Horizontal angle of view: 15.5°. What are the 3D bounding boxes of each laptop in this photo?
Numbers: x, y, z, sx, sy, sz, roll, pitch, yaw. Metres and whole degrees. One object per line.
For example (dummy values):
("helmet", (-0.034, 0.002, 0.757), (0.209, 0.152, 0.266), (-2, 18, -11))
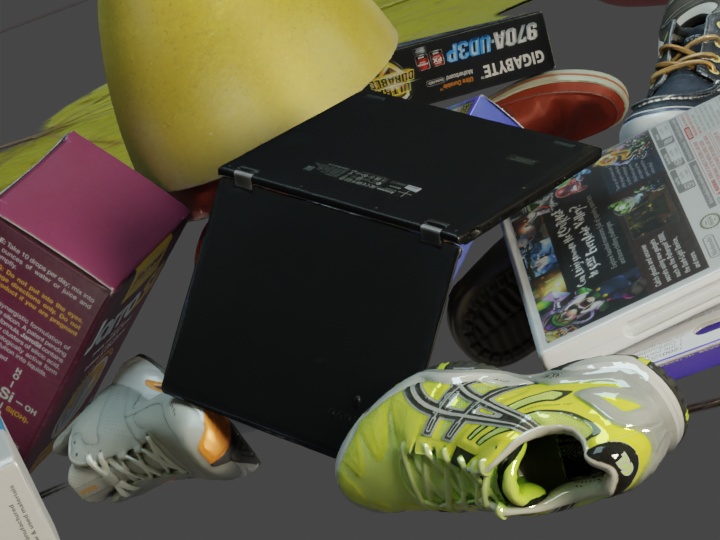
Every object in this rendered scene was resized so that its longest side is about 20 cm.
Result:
("laptop", (0.010, 0.000, 1.513), (0.187, 0.116, 0.200), (18, 37, 40))

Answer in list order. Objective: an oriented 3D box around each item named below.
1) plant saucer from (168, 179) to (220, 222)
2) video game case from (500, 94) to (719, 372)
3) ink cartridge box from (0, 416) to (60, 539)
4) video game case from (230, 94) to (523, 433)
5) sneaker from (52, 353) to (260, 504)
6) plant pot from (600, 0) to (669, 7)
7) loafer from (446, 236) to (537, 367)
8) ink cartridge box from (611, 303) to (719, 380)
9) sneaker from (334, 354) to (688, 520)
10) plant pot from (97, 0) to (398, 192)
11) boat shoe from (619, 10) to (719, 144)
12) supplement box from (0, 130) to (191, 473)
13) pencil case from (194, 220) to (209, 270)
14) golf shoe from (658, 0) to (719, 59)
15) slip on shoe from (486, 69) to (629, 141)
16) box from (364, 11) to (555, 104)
("plant saucer", (-0.065, -0.068, 1.847), (0.199, 0.037, 0.199), (-16, 5, -25))
("video game case", (0.170, -0.028, 1.469), (0.181, 0.023, 0.200), (-25, 25, 7))
("ink cartridge box", (-0.286, 0.171, 1.584), (0.199, 0.086, 0.146), (-27, 15, -7))
("video game case", (0.000, 0.000, 1.612), (0.181, 0.045, 0.201), (-17, 40, 59))
("sneaker", (-0.128, 0.111, 1.601), (0.092, 0.076, 0.200), (-40, 14, -14))
("plant pot", (0.277, -0.303, 2.153), (0.200, 0.201, 0.177), (-32, 28, -28))
("loafer", (0.128, -0.016, 1.598), (0.199, 0.076, 0.068), (-30, 22, -17))
("ink cartridge box", (0.213, 0.009, 1.444), (0.197, 0.044, 0.200), (-21, 18, 17))
("sneaker", (0.065, 0.090, 1.347), (0.199, 0.076, 0.076), (-16, 17, 34))
("plant pot", (-0.095, -0.167, 1.756), (0.199, 0.142, 0.200), (-27, 19, 10))
("boat shoe", (0.206, -0.118, 1.666), (0.070, 0.091, 0.200), (-8, -1, 23))
("supplement box", (-0.212, 0.032, 1.729), (0.200, 0.103, 0.131), (-60, -6, 32))
("pencil case", (-0.030, -0.010, 1.811), (0.088, 0.089, 0.200), (-35, 18, -34))
("golf shoe", (0.305, -0.185, 1.936), (0.199, 0.078, 0.095), (-12, 36, 42))
("slip on shoe", (0.102, -0.091, 1.933), (0.199, 0.074, 0.061), (-17, 51, 2))
("box", (0.016, -0.136, 1.898), (0.199, 0.046, 0.159), (-19, 7, -42))
